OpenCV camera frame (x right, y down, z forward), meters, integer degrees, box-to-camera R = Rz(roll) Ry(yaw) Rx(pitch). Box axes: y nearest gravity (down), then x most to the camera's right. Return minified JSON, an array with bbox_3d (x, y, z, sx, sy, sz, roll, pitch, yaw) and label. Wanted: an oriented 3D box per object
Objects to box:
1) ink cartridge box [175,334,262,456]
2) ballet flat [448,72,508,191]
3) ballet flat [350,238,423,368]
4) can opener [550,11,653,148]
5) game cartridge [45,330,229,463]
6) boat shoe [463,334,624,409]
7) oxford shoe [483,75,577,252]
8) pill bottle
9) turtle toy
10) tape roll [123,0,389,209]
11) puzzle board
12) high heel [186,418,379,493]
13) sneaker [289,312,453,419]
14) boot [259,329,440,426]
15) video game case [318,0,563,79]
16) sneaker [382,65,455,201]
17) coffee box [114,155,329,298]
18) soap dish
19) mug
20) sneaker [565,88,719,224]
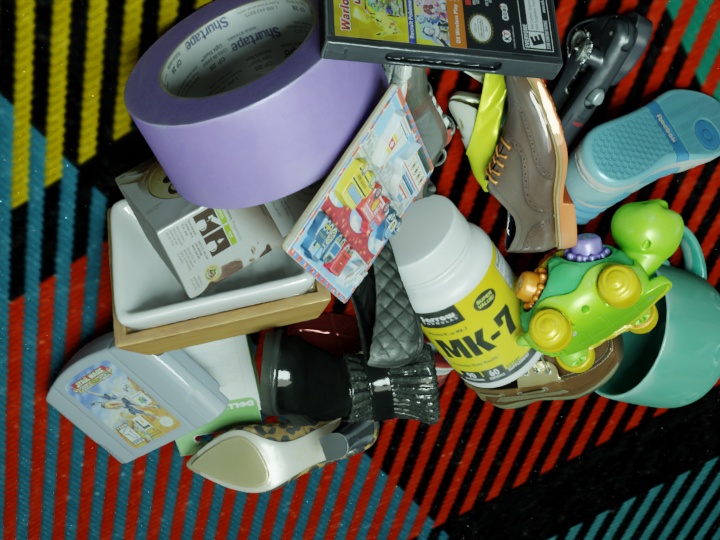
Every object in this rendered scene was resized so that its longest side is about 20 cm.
[{"bbox_3d":[-0.166,0.108,1.097,0.103,0.059,0.201,-9,130,-3],"label":"ink cartridge box"},{"bbox_3d":[0.117,-0.169,0.933,0.067,0.067,0.201,14,125,5],"label":"ballet flat"},{"bbox_3d":[0.000,0.000,0.956,0.057,0.201,0.067,-6,148,-35],"label":"ballet flat"},{"bbox_3d":[0.199,-0.154,0.951,0.078,0.064,0.200,17,123,-23],"label":"can opener"},{"bbox_3d":[-0.243,0.129,1.059,0.133,0.042,0.200,42,134,-20],"label":"game cartridge"},{"bbox_3d":[0.195,0.106,1.113,0.074,0.076,0.200,17,147,-35],"label":"boat shoe"},{"bbox_3d":[0.145,-0.098,0.902,0.072,0.071,0.201,-14,120,5],"label":"oxford shoe"},{"bbox_3d":[0.103,0.022,1.043,0.114,0.115,0.200,-31,127,14],"label":"pill bottle"},{"bbox_3d":[0.233,0.012,0.990,0.200,0.101,0.146,-35,153,11],"label":"turtle toy"},{"bbox_3d":[-0.082,-0.147,0.816,0.199,0.201,0.085,-22,130,7],"label":"tape roll"},{"bbox_3d":[0.008,-0.053,0.840,0.151,0.017,0.200,-56,164,-4],"label":"puzzle board"},{"bbox_3d":[-0.080,0.194,1.123,0.199,0.142,0.072,-11,90,18],"label":"high heel"},{"bbox_3d":[0.003,0.120,1.128,0.199,0.079,0.116,12,124,-18],"label":"sneaker"},{"bbox_3d":[-0.005,0.104,0.980,0.157,0.080,0.211,-2,166,11],"label":"boot"},{"bbox_3d":[0.055,-0.242,0.774,0.179,0.201,0.026,3,156,-13],"label":"video game case"},{"bbox_3d":[0.047,-0.144,0.938,0.081,0.077,0.201,-15,139,-19],"label":"sneaker"},{"bbox_3d":[-0.096,-0.079,0.884,0.199,0.113,0.080,-32,131,-12],"label":"coffee box"},{"bbox_3d":[-0.134,-0.008,0.956,0.199,0.158,0.081,-12,147,-1],"label":"soap dish"},{"bbox_3d":[0.332,0.060,1.091,0.114,0.152,0.186,13,126,-24],"label":"mug"},{"bbox_3d":[0.265,-0.109,1.003,0.199,0.080,0.131,-17,166,-27],"label":"sneaker"}]
